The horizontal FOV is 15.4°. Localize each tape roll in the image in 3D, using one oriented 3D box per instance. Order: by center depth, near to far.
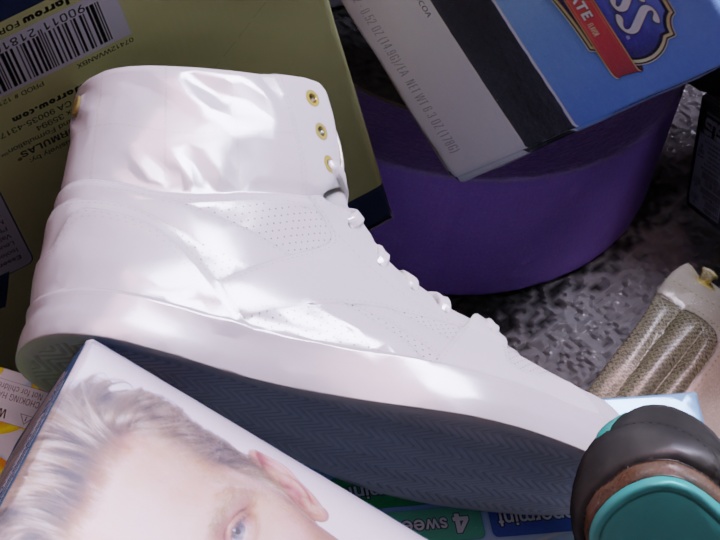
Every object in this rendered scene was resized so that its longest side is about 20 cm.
[{"bbox_3d":[0.027,-0.085,1.050,0.199,0.066,0.201,7,46,-7],"label":"tape roll"}]

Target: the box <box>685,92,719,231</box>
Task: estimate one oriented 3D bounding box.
[{"bbox_3d":[0.223,-0.018,0.978,0.157,0.049,0.200,6,13,-12],"label":"box"}]

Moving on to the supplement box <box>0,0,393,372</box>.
[{"bbox_3d":[-0.118,-0.075,0.871,0.199,0.200,0.135,-26,56,-6],"label":"supplement box"}]

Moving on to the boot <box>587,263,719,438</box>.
[{"bbox_3d":[0.178,0.046,0.961,0.154,0.072,0.200,35,52,21],"label":"boot"}]

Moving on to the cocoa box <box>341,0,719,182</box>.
[{"bbox_3d":[0.088,-0.149,0.915,0.134,0.131,0.200,57,42,-13],"label":"cocoa box"}]

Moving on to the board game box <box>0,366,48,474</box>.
[{"bbox_3d":[-0.132,0.134,0.776,0.102,0.105,0.201,17,46,1],"label":"board game box"}]

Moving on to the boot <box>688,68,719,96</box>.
[{"bbox_3d":[0.171,-0.080,0.949,0.198,0.074,0.162,-8,17,-44],"label":"boot"}]

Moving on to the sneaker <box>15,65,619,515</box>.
[{"bbox_3d":[0.000,0.000,0.807,0.199,0.074,0.116,19,59,-22],"label":"sneaker"}]

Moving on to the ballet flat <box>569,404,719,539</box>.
[{"bbox_3d":[0.132,0.116,0.786,0.200,0.068,0.068,55,16,-17],"label":"ballet flat"}]

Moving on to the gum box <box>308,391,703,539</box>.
[{"bbox_3d":[0.045,0.141,0.824,0.169,0.045,0.201,-3,63,-17],"label":"gum box"}]

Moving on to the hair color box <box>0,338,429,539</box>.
[{"bbox_3d":[-0.018,0.116,0.732,0.199,0.061,0.100,31,44,-7],"label":"hair color box"}]
